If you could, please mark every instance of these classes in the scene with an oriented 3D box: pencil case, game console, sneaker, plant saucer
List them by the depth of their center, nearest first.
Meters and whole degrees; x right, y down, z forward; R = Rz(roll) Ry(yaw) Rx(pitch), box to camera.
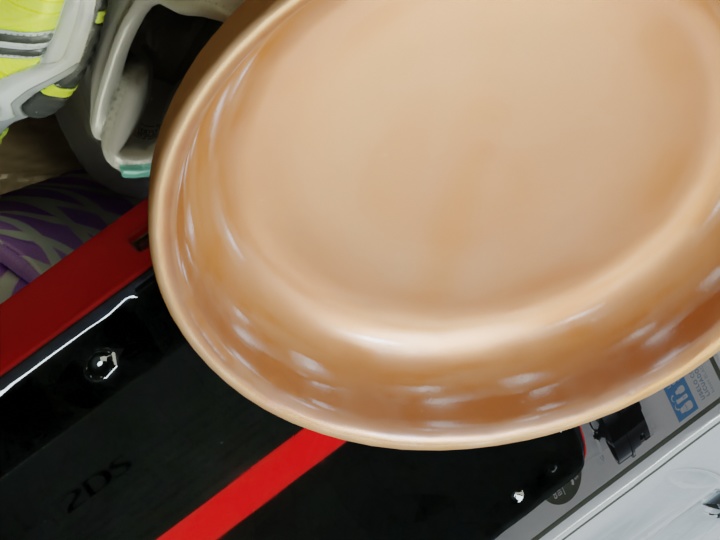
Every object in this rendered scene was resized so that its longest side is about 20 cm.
[{"bbox_3d":[0.037,-0.031,0.845,0.199,0.038,0.201,-7,135,-8],"label":"plant saucer"},{"bbox_3d":[-0.128,-0.077,0.889,0.076,0.076,0.200,12,145,-24],"label":"sneaker"},{"bbox_3d":[-0.062,-0.059,0.899,0.075,0.089,0.200,13,152,-7],"label":"sneaker"},{"bbox_3d":[-0.037,0.054,0.925,0.200,0.031,0.177,-36,128,-9],"label":"game console"},{"bbox_3d":[-0.095,0.014,0.996,0.083,0.086,0.200,17,-164,16],"label":"pencil case"}]

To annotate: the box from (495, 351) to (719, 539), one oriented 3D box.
[{"bbox_3d":[0.081,0.084,1.073,0.200,0.060,0.116,-41,147,28],"label":"box"}]
